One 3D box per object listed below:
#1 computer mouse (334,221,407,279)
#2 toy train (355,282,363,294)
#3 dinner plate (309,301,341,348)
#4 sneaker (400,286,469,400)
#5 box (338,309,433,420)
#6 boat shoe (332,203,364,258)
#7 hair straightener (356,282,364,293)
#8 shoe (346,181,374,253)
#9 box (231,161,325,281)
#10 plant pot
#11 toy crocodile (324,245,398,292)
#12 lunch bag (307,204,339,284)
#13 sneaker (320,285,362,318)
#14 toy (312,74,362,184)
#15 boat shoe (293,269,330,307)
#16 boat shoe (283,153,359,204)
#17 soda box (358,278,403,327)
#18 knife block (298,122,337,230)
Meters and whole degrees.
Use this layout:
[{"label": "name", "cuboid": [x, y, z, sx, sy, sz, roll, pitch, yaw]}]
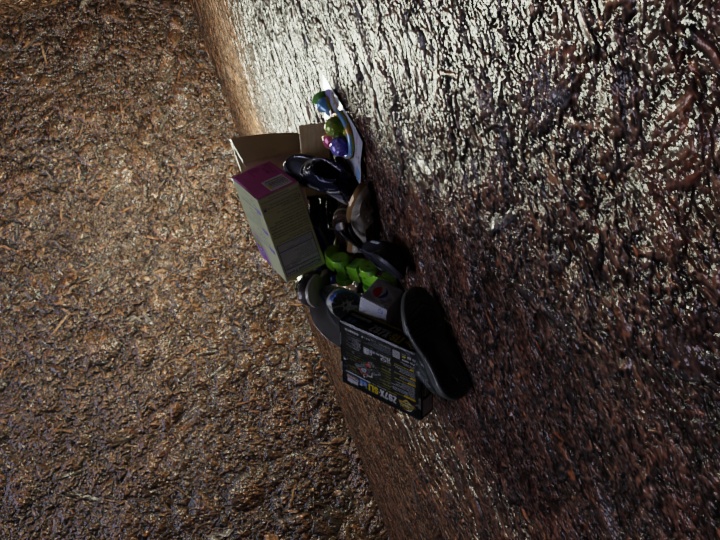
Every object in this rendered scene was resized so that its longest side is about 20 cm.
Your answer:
[{"label": "computer mouse", "cuboid": [0.023, -0.050, 1.510, 0.140, 0.046, 0.200, 42, 177, -13]}, {"label": "toy train", "cuboid": [0.028, 0.089, 1.907, 0.201, 0.034, 0.046, 69, 159, 10]}, {"label": "dinner plate", "cuboid": [-0.018, 0.105, 1.802, 0.024, 0.199, 0.201, -59, 43, 36]}, {"label": "sneaker", "cuboid": [0.113, 0.128, 1.390, 0.200, 0.076, 0.114, 64, 163, 3]}, {"label": "box", "cuboid": [0.049, 0.182, 1.579, 0.199, 0.049, 0.160, 21, 131, 33]}, {"label": "boat shoe", "cuboid": [-0.020, -0.073, 1.760, 0.203, 0.074, 0.075, 94, -171, -50]}, {"label": "hair straightener", "cuboid": [0.023, 0.029, 1.792, 0.200, 0.041, 0.077, 139, 125, -73]}, {"label": "shoe", "cuboid": [0.007, -0.100, 1.611, 0.053, 0.070, 0.200, 22, 148, 11]}, {"label": "box", "cuboid": [-0.176, -0.107, 1.737, 0.176, 0.096, 0.201, 39, 150, 57]}, {"label": "plant pot", "cuboid": [-0.209, -0.249, 2.102, 0.200, 0.176, 0.201, -125, 17, -57]}, {"label": "toy crocodile", "cuboid": [0.000, 0.000, 1.677, 0.199, 0.062, 0.068, 19, 139, 37]}, {"label": "lunch bag", "cuboid": [-0.093, -0.052, 1.903, 0.136, 0.132, 0.200, 106, 147, -43]}, {"label": "sneaker", "cuboid": [-0.007, 0.077, 1.739, 0.200, 0.077, 0.085, 32, 179, -42]}, {"label": "toy", "cuboid": [-0.052, -0.270, 1.573, 0.115, 0.047, 0.201, 92, 159, -54]}, {"label": "boat shoe", "cuboid": [-0.110, 0.036, 1.739, 0.200, 0.059, 0.072, -50, -40, -75]}, {"label": "boat shoe", "cuboid": [-0.092, -0.206, 1.644, 0.199, 0.075, 0.093, 25, 168, 30]}, {"label": "soda box", "cuboid": [0.033, 0.115, 1.648, 0.063, 0.068, 0.201, 27, 138, 18]}, {"label": "knife block", "cuboid": [-0.087, -0.191, 1.745, 0.201, 0.064, 0.176, 81, -176, -45]}]
